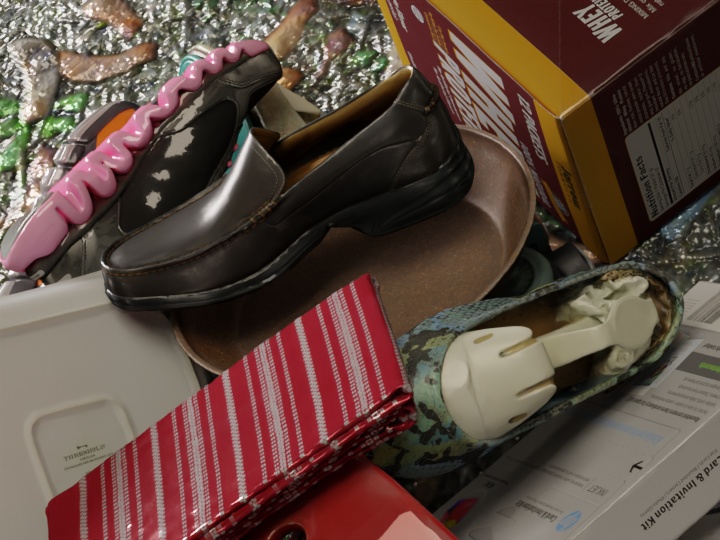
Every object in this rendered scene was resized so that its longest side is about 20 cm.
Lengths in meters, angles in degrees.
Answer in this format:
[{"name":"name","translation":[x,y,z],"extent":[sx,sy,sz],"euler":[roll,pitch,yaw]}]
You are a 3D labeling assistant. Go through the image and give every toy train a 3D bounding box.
[{"name":"toy train","translation":[0.026,0.031,1.299],"extent":[0.199,0.085,0.114],"euler":[-32,49,-5]}]

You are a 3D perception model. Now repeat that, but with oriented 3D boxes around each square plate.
[{"name":"square plate","translation":[-0.138,0.098,1.225],"extent":[0.199,0.028,0.199],"euler":[-14,77,-36]}]

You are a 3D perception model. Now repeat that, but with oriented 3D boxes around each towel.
[{"name":"towel","translation":[-0.063,0.088,1.117],"extent":[0.200,0.023,0.145],"euler":[-36,22,7]}]

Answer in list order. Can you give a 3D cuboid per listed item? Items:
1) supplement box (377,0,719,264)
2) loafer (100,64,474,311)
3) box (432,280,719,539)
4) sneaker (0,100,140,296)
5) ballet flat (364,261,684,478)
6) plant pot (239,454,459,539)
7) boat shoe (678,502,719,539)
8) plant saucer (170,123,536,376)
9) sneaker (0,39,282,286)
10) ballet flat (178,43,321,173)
[{"name":"supplement box","translation":[0.141,-0.153,1.356],"extent":[0.200,0.133,0.197],"euler":[-37,52,-9]},{"name":"loafer","translation":[-0.045,-0.043,1.244],"extent":[0.199,0.073,0.073],"euler":[-25,34,-3]},{"name":"box","translation":[0.135,0.086,1.192],"extent":[0.200,0.041,0.156],"euler":[-39,13,-11]},{"name":"sneaker","translation":[-0.136,0.004,1.390],"extent":[0.111,0.078,0.201],"euler":[15,73,23]},{"name":"ballet flat","translation":[0.080,0.040,1.160],"extent":[0.074,0.075,0.200],"euler":[29,39,33]},{"name":"plant pot","translation":[-0.007,0.203,1.119],"extent":[0.200,0.201,0.183],"euler":[36,79,35]},{"name":"boat shoe","translation":[0.189,0.123,1.192],"extent":[0.199,0.074,0.065],"euler":[-19,35,3]},{"name":"plant saucer","translation":[0.000,0.000,1.260],"extent":[0.199,0.037,0.201],"euler":[-16,36,12]},{"name":"sneaker","translation":[-0.103,-0.043,1.346],"extent":[0.095,0.079,0.200],"euler":[46,66,-4]},{"name":"ballet flat","translation":[-0.037,-0.061,1.412],"extent":[0.062,0.068,0.200],"euler":[-15,50,-27]}]
